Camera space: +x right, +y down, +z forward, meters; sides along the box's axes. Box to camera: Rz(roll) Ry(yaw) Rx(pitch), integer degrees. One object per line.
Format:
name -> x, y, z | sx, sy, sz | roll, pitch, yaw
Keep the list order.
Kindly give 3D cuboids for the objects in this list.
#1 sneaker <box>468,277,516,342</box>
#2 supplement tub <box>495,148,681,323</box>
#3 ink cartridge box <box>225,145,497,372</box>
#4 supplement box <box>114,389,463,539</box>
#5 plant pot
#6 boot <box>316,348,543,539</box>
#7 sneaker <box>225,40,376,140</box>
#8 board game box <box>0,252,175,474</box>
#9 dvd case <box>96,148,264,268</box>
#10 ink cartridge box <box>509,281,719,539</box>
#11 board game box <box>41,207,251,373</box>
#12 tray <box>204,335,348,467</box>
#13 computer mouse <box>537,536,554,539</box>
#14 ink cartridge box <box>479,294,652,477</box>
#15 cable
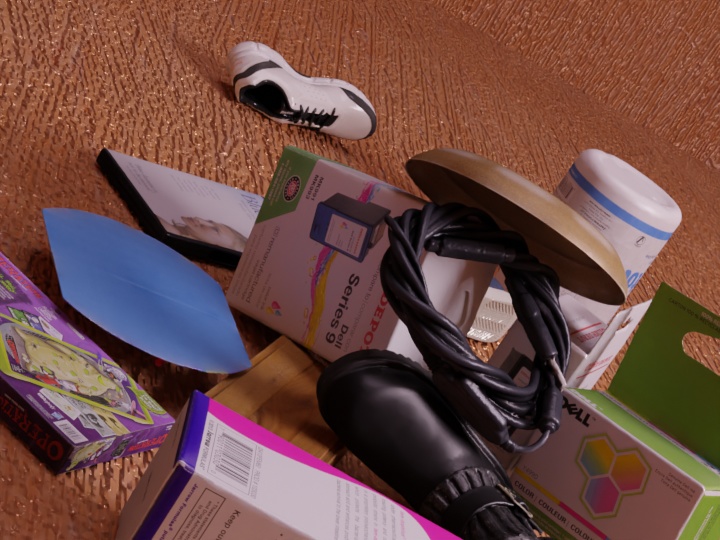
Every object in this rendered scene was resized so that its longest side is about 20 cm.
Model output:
sneaker -> 0.073, 0.011, 1.658 | 0.200, 0.075, 0.085 | 28, 17, -49
supplement tub -> 0.240, -0.017, 1.802 | 0.132, 0.200, 0.132 | 29, 19, -11
ink cartridge box -> 0.000, 0.000, 1.351 | 0.200, 0.146, 0.087 | 27, 6, 43
supplement box -> -0.040, 0.175, 0.990 | 0.199, 0.104, 0.101 | 29, 18, -9
plant pot -> 0.125, -0.038, 1.288 | 0.200, 0.028, 0.200 | 34, -7, 5
boot -> 0.061, 0.158, 1.180 | 0.211, 0.079, 0.158 | 41, 15, -29
sneaker -> -0.069, -0.192, 1.959 | 0.199, 0.074, 0.080 | 21, 36, -23
board game box -> -0.225, 0.052, 1.107 | 0.200, 0.032, 0.120 | 41, 23, 19
dvd case -> -0.133, -0.046, 1.531 | 0.200, 0.018, 0.143 | 16, 24, -44
ink cartridge box -> 0.219, 0.125, 1.261 | 0.148, 0.201, 0.076 | 35, 17, 35
board game box -> -0.168, 0.028, 1.246 | 0.158, 0.039, 0.200 | 23, 21, -29
tray -> -0.057, 0.110, 1.235 | 0.098, 0.037, 0.200 | 35, 19, 6
computer mouse -> 0.200, 0.259, 1.279 | 0.200, 0.044, 0.110 | 34, 19, 0
ink cartridge box -> 0.145, 0.089, 1.366 | 0.068, 0.200, 0.116 | 39, 18, 16
cable -> 0.090, 0.024, 1.219 | 0.200, 0.051, 0.163 | 48, 45, -17
